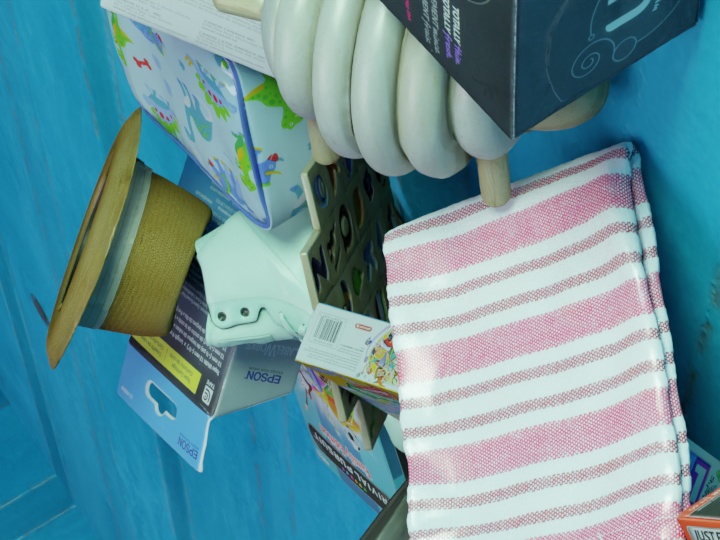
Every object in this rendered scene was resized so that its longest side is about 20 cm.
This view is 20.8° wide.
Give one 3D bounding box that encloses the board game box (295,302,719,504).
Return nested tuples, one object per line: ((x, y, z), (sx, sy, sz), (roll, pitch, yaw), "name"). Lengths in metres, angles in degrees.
((0.080, 0.076, 1.013), (0.199, 0.034, 0.134), (15, 168, 41), "board game box")

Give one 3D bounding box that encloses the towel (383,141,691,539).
((0.077, 0.048, 0.917), (0.030, 0.145, 0.202), (26, -129, -50), "towel")

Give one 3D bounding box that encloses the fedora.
((-0.152, -0.012, 1.331), (0.081, 0.202, 0.201), (20, 166, -10), "fedora")

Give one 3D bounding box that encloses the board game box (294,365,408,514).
((-0.005, 0.087, 1.447), (0.151, 0.047, 0.201), (37, 151, 52), "board game box")

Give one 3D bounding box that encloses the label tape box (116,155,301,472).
((-0.094, 0.025, 1.394), (0.143, 0.066, 0.202), (34, 110, 53), "label tape box")

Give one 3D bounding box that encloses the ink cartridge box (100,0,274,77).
((-0.036, -0.175, 1.005), (0.161, 0.050, 0.200), (21, 146, -10), "ink cartridge box")

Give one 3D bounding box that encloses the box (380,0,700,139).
((0.044, -0.176, 0.806), (0.200, 0.106, 0.123), (50, 162, 29), "box")

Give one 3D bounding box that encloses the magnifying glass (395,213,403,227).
((-0.029, -0.102, 1.262), (0.201, 0.022, 0.080), (58, 162, 7), "magnifying glass")

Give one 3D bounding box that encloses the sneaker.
((-0.032, 0.046, 1.272), (0.202, 0.117, 0.074), (63, -171, 7), "sneaker")

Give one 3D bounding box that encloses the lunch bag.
((-0.086, -0.129, 1.220), (0.200, 0.082, 0.162), (45, 154, 42), "lunch bag")

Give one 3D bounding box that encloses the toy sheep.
((0.021, -0.106, 0.923), (0.198, 0.139, 0.139), (11, 142, 15), "toy sheep")

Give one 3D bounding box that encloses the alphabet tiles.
((0.000, 0.000, 1.139), (0.200, 0.006, 0.168), (-61, -39, -65), "alphabet tiles")

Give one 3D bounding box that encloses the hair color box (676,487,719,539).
((0.229, 0.167, 0.835), (0.201, 0.101, 0.061), (63, 162, -5), "hair color box")

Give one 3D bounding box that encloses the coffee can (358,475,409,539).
((0.075, 0.233, 1.190), (0.199, 0.147, 0.146), (37, 160, 2), "coffee can")
